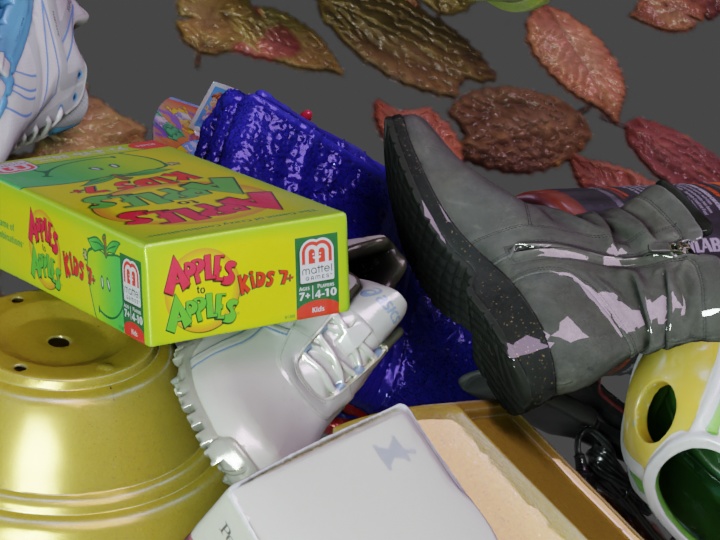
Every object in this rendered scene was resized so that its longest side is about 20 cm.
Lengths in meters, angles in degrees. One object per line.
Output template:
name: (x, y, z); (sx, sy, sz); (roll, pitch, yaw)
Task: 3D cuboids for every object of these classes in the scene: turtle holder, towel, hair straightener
turtle holder: (0.192, 0.069, 1.451); (0.132, 0.140, 0.186); (-46, 114, -51)
towel: (0.000, 0.000, 1.487); (0.199, 0.050, 0.148); (27, 51, -20)
hair straightener: (0.115, 0.094, 1.497); (0.200, 0.041, 0.077); (41, 48, -43)

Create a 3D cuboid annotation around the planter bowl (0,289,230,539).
planter bowl: (-0.141, 0.064, 1.337); (0.199, 0.084, 0.201); (4, 26, -2)

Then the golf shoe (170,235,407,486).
golf shoe: (-0.027, 0.036, 1.330); (0.078, 0.097, 0.200); (54, 19, -19)

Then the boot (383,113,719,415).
boot: (0.098, -0.016, 1.432); (0.130, 0.068, 0.200); (-19, 49, -14)

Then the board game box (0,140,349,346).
board game box: (-0.097, -0.016, 1.344); (0.101, 0.048, 0.200); (-9, 16, -28)

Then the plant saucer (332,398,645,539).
plant saucer: (0.090, 0.127, 1.348); (0.200, 0.048, 0.200); (46, 8, 9)

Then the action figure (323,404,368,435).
action figure: (-0.045, 0.043, 1.501); (0.199, 0.052, 0.066); (34, 46, -3)

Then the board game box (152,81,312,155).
board game box: (-0.018, -0.042, 1.565); (0.199, 0.039, 0.158); (15, 33, -38)

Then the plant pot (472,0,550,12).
plant pot: (0.009, -0.240, 1.729); (0.183, 0.201, 0.201); (-13, 55, -25)

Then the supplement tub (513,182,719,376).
supplement tub: (0.171, 0.004, 1.623); (0.199, 0.107, 0.107); (-4, 51, -33)

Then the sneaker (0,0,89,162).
sneaker: (-0.184, -0.091, 1.541); (0.087, 0.075, 0.201); (41, 44, -32)

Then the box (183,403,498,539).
box: (-0.027, 0.172, 1.251); (0.109, 0.200, 0.128); (-22, 71, -39)
